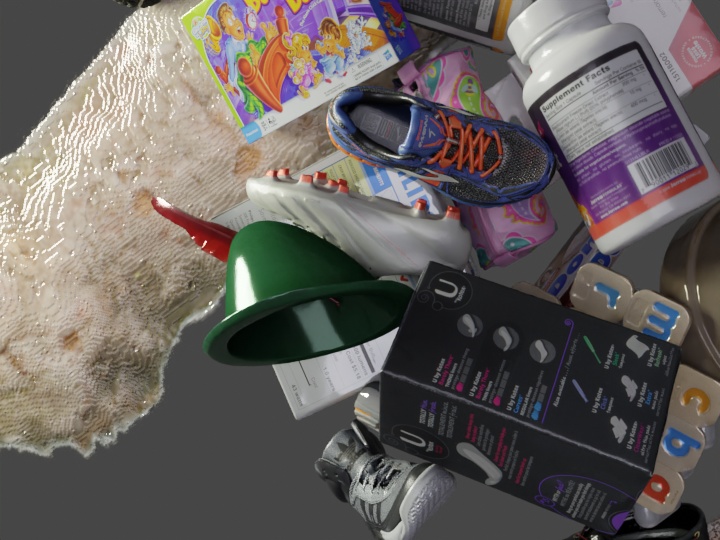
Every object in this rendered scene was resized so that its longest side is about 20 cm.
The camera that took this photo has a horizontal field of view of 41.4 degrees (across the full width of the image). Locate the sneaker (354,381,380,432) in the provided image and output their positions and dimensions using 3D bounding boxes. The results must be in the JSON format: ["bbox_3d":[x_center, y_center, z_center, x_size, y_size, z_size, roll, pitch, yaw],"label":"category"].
[{"bbox_3d":[0.067,0.126,0.857,0.077,0.199,0.079,22,86,42],"label":"sneaker"}]

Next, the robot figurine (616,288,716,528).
[{"bbox_3d":[0.232,0.119,0.845,0.167,0.112,0.205,-7,92,39],"label":"robot figurine"}]

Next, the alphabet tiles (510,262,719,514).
[{"bbox_3d":[0.192,0.103,0.792,0.193,0.015,0.204,27,108,25],"label":"alphabet tiles"}]

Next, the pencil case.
[{"bbox_3d":[0.104,-0.104,0.874,0.086,0.087,0.203,-27,90,11],"label":"pencil case"}]

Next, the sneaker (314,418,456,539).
[{"bbox_3d":[0.015,0.188,0.858,0.114,0.201,0.075,43,69,11],"label":"sneaker"}]

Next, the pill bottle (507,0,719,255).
[{"bbox_3d":[0.199,-0.126,0.772,0.110,0.111,0.203,-27,83,11],"label":"pill bottle"}]

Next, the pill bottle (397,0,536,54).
[{"bbox_3d":[0.068,-0.278,0.860,0.196,0.116,0.119,20,96,9],"label":"pill bottle"}]

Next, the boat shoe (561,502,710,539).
[{"bbox_3d":[0.219,0.257,0.869,0.197,0.074,0.064,-12,109,5],"label":"boat shoe"}]

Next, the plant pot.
[{"bbox_3d":[0.363,0.009,0.742,0.195,0.174,0.205,5,70,-15],"label":"plant pot"}]

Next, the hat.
[{"bbox_3d":[-0.068,-0.031,0.770,0.195,0.166,0.180,-10,70,-10],"label":"hat"}]

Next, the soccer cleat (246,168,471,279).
[{"bbox_3d":[-0.006,-0.032,0.786,0.196,0.069,0.079,15,101,9],"label":"soccer cleat"}]

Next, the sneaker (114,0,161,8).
[{"bbox_3d":[-0.172,-0.340,0.928,0.197,0.078,0.092,-23,85,11],"label":"sneaker"}]

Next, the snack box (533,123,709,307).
[{"bbox_3d":[0.230,-0.047,0.859,0.024,0.072,0.201,34,99,-12],"label":"snack box"}]

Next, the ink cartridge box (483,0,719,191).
[{"bbox_3d":[0.212,-0.172,0.860,0.198,0.067,0.118,-35,85,11],"label":"ink cartridge box"}]

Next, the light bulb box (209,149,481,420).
[{"bbox_3d":[0.000,0.000,0.881,0.197,0.125,0.202,-25,87,11],"label":"light bulb box"}]

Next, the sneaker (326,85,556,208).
[{"bbox_3d":[0.059,-0.100,0.765,0.196,0.078,0.077,14,92,10],"label":"sneaker"}]

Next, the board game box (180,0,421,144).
[{"bbox_3d":[-0.059,-0.217,0.865,0.198,0.045,0.136,-20,104,40],"label":"board game box"}]

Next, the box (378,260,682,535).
[{"bbox_3d":[0.121,0.095,0.714,0.196,0.123,0.107,19,58,12],"label":"box"}]
